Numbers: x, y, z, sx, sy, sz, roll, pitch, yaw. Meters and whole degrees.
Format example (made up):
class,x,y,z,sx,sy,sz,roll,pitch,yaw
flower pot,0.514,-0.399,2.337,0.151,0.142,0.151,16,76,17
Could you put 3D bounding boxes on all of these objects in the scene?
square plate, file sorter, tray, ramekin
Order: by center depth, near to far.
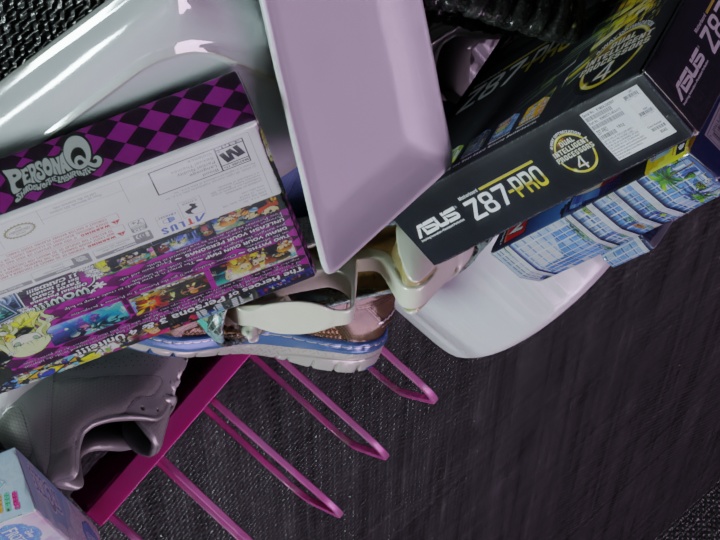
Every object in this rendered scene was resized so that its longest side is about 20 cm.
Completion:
class,x,y,z,sx,sy,sz,roll,pitch,yaw
tray,-0.009,-0.108,1.154,0.107,0.022,0.201,-41,133,-35
square plate,-0.098,-0.065,1.186,0.200,0.029,0.198,-33,152,24
file sorter,-0.066,0.110,1.523,0.200,0.125,0.139,-49,-172,-8
ramekin,0.090,-0.039,1.539,0.200,0.098,0.201,-40,-162,15

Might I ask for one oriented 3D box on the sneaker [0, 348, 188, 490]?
class,x,y,z,sx,sy,sz,roll,pitch,yaw
sneaker,-0.129,0.061,1.438,0.200,0.092,0.076,-36,160,-27

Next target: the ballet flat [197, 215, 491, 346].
class,x,y,z,sx,sy,sz,roll,pitch,yaw
ballet flat,0.000,0.000,1.318,0.199,0.075,0.074,-15,154,-11

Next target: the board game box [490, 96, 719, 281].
class,x,y,z,sx,sy,sz,roll,pitch,yaw
board game box,0.155,-0.074,1.302,0.200,0.062,0.200,-29,-156,48

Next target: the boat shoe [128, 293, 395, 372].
class,x,y,z,sx,sy,sz,roll,pitch,yaw
boat shoe,-0.073,0.004,1.385,0.199,0.072,0.073,6,123,-24

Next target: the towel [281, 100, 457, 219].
class,x,y,z,sx,sy,sz,roll,pitch,yaw
towel,-0.047,-0.062,1.317,0.199,0.049,0.112,7,133,-31

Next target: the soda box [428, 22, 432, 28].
class,x,y,z,sx,sy,sz,roll,pitch,yaw
soda box,-0.031,-0.145,1.259,0.068,0.064,0.200,-51,160,21

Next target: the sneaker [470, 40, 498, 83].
class,x,y,z,sx,sy,sz,roll,pitch,yaw
sneaker,0.069,-0.141,1.486,0.200,0.081,0.075,-55,128,-22

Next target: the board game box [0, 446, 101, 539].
class,x,y,z,sx,sy,sz,roll,pitch,yaw
board game box,-0.256,0.177,1.382,0.198,0.044,0.200,-21,160,0

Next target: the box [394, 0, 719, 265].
class,x,y,z,sx,sy,sz,roll,pitch,yaw
box,0.119,-0.097,1.251,0.200,0.049,0.161,-28,-160,48

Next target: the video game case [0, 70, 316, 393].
class,x,y,z,sx,sy,sz,roll,pitch,yaw
video game case,-0.131,-0.010,1.192,0.199,0.036,0.181,-21,155,0

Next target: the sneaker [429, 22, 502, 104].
class,x,y,z,sx,sy,sz,roll,pitch,yaw
sneaker,0.010,-0.095,1.394,0.200,0.099,0.078,-52,160,19

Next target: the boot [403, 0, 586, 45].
class,x,y,z,sx,sy,sz,roll,pitch,yaw
boot,0.122,-0.189,1.217,0.079,0.210,0.159,55,40,-83
